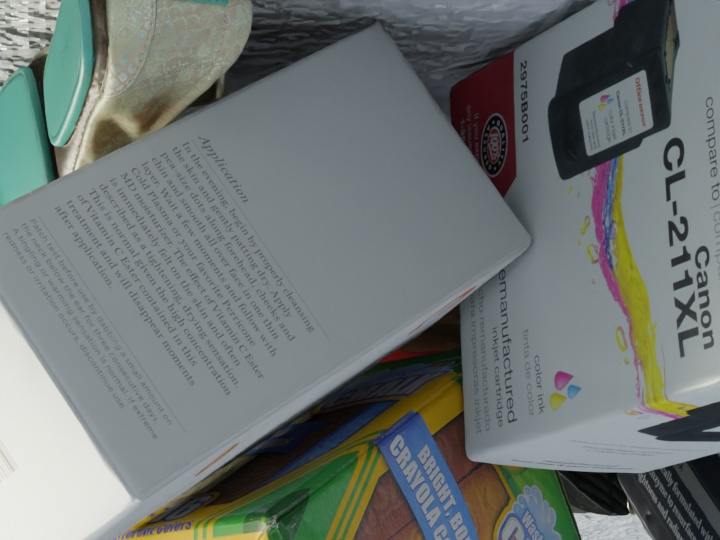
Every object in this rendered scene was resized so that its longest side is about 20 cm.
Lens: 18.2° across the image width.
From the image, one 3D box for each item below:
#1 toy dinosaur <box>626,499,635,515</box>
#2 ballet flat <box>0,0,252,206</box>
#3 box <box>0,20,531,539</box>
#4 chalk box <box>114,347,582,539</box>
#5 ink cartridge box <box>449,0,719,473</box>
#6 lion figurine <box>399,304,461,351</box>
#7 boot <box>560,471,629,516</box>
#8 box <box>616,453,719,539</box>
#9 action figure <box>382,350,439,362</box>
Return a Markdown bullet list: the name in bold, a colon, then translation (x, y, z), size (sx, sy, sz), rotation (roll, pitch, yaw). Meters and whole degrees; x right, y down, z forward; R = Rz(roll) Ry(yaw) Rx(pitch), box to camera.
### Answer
- **toy dinosaur**: translation (0.149, 0.077, 1.070), size (0.199, 0.077, 0.102), rotation (12, -161, 7)
- **ballet flat**: translation (-0.084, -0.052, 0.770), size (0.062, 0.068, 0.200), rotation (-4, 168, -20)
- **box**: translation (-0.060, 0.015, 0.748), size (0.200, 0.098, 0.124), rotation (-31, 174, -44)
- **chalk box**: translation (0.004, 0.109, 0.847), size (0.123, 0.125, 0.200), rotation (-13, -166, 41)
- **ink cartridge box**: translation (0.115, -0.021, 0.752), size (0.082, 0.147, 0.200), rotation (5, 164, -27)
- **lion figurine**: translation (0.000, 0.000, 0.920), size (0.122, 0.073, 0.200), rotation (-1, -178, -22)
- **boot**: translation (0.042, 0.066, 1.127), size (0.200, 0.068, 0.130), rotation (42, 152, -24)
- **box**: translation (0.232, 0.039, 0.867), size (0.196, 0.118, 0.201), rotation (4, 122, -23)
- **action figure**: translation (0.061, 0.044, 0.996), size (0.199, 0.066, 0.052), rotation (4, -163, 26)
